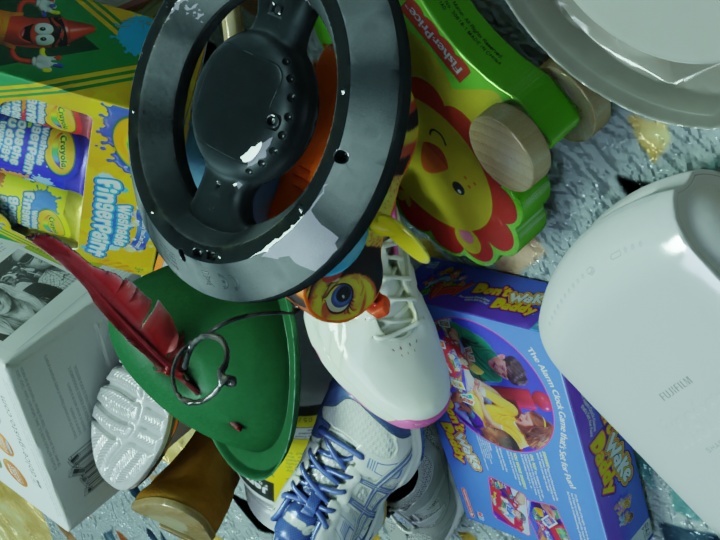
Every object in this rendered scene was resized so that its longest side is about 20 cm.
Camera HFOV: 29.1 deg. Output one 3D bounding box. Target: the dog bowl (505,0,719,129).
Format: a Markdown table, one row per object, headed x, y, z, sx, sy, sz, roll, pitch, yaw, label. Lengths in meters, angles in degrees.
| x | y | z | sx | sy | sz | roll | pitch | yaw | label |
| --- | --- | --- | --- | --- | --- | --- | --- | --- | --- |
| 0.139 | -0.161 | 0.593 | 0.199 | 0.059 | 0.201 | 31 | 144 | 26 | dog bowl |

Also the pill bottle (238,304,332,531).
| x | y | z | sx | sy | sz | roll | pitch | yaw | label |
| --- | --- | --- | --- | --- | --- | --- | --- | --- | --- |
| -0.044 | 0.108 | 1.046 | 0.114 | 0.114 | 0.201 | 32 | 144 | 25 | pill bottle |

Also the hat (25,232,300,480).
| x | y | z | sx | sy | sz | roll | pitch | yaw | label |
| --- | --- | --- | --- | --- | --- | --- | --- | --- | --- |
| -0.149 | 0.051 | 0.881 | 0.165 | 0.175 | 0.201 | 22 | 116 | 55 | hat |

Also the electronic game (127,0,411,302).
| x | y | z | sx | sy | sz | roll | pitch | yaw | label |
| --- | --- | --- | --- | --- | --- | --- | --- | --- | --- |
| -0.053 | -0.084 | 0.714 | 0.199 | 0.041 | 0.202 | -5 | 82 | 41 | electronic game |

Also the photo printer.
| x | y | z | sx | sy | sz | roll | pitch | yaw | label |
| --- | --- | --- | --- | --- | --- | --- | --- | --- | --- |
| 0.192 | 0.048 | 0.735 | 0.200 | 0.069 | 0.166 | 47 | 148 | 4 | photo printer |

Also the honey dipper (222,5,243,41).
| x | y | z | sx | sy | sz | roll | pitch | yaw | label |
| --- | --- | --- | --- | --- | --- | --- | --- | --- | --- |
| -0.073 | -0.111 | 0.825 | 0.038 | 0.038 | 0.201 | 6 | 107 | 48 | honey dipper |

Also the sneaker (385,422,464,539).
| x | y | z | sx | sy | sz | roll | pitch | yaw | label |
| --- | --- | --- | --- | --- | --- | --- | --- | --- | --- |
| 0.029 | 0.153 | 1.032 | 0.075 | 0.082 | 0.201 | 30 | 143 | 28 | sneaker |

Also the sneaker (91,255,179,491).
| x | y | z | sx | sy | sz | roll | pitch | yaw | label |
| --- | --- | --- | --- | --- | --- | --- | --- | --- | --- |
| -0.135 | 0.079 | 1.094 | 0.077 | 0.112 | 0.201 | 31 | 105 | 30 | sneaker |

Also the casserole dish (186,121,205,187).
| x | y | z | sx | sy | sz | roll | pitch | yaw | label |
| --- | --- | --- | --- | --- | --- | --- | --- | --- | --- |
| -0.147 | -0.084 | 0.978 | 0.120 | 0.039 | 0.200 | -2 | 148 | 22 | casserole dish |

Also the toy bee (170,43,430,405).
| x | y | z | sx | sy | sz | roll | pitch | yaw | label |
| --- | --- | --- | --- | --- | --- | --- | --- | --- | --- |
| -0.019 | -0.020 | 0.770 | 0.200 | 0.108 | 0.131 | -48 | 49 | 21 | toy bee |

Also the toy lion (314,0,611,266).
| x | y | z | sx | sy | sz | roll | pitch | yaw | label |
| --- | --- | --- | --- | --- | --- | --- | --- | --- | --- |
| 0.039 | -0.097 | 0.790 | 0.200 | 0.069 | 0.192 | 51 | 156 | -2 | toy lion |

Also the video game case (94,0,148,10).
| x | y | z | sx | sy | sz | roll | pitch | yaw | label |
| --- | --- | --- | --- | --- | --- | --- | --- | --- | --- |
| -0.144 | -0.235 | 0.836 | 0.199 | 0.017 | 0.144 | -14 | 114 | 32 | video game case |

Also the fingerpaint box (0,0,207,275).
| x | y | z | sx | sy | sz | roll | pitch | yaw | label |
| --- | --- | --- | --- | --- | --- | --- | --- | --- | --- |
| -0.194 | -0.086 | 0.878 | 0.166 | 0.074 | 0.200 | 15 | 151 | -8 | fingerpaint box |

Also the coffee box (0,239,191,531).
| x | y | z | sx | sy | sz | roll | pitch | yaw | label |
| --- | --- | --- | --- | --- | --- | --- | --- | --- | --- |
| -0.254 | 0.051 | 1.164 | 0.197 | 0.200 | 0.201 | 27 | 142 | 33 | coffee box |

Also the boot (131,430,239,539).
| x | y | z | sx | sy | sz | roll | pitch | yaw | label |
| --- | --- | --- | --- | --- | --- | --- | --- | --- | --- |
| -0.122 | 0.143 | 1.123 | 0.070 | 0.145 | 0.201 | 23 | 165 | 1 | boot |

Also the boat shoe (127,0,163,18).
| x | y | z | sx | sy | sz | roll | pitch | yaw | label |
| --- | --- | --- | --- | --- | --- | --- | --- | --- | --- |
| -0.194 | -0.186 | 0.967 | 0.200 | 0.073 | 0.063 | 6 | 132 | 55 | boat shoe |

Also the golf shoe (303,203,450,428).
| x | y | z | sx | sy | sz | roll | pitch | yaw | label |
| --- | --- | --- | --- | --- | --- | --- | --- | --- | --- |
| 0.000 | 0.000 | 0.842 | 0.201 | 0.075 | 0.092 | 62 | 157 | 10 | golf shoe |

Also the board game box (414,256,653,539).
| x | y | z | sx | sy | sz | roll | pitch | yaw | label |
| --- | --- | --- | --- | --- | --- | --- | --- | --- | --- |
| 0.107 | 0.096 | 0.912 | 0.134 | 0.045 | 0.201 | 14 | 134 | 44 | board game box |

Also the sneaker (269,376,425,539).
| x | y | z | sx | sy | sz | roll | pitch | yaw | label |
| --- | --- | --- | --- | --- | --- | --- | --- | --- | --- |
| -0.015 | 0.147 | 0.931 | 0.075 | 0.088 | 0.201 | 32 | 137 | 20 | sneaker |
